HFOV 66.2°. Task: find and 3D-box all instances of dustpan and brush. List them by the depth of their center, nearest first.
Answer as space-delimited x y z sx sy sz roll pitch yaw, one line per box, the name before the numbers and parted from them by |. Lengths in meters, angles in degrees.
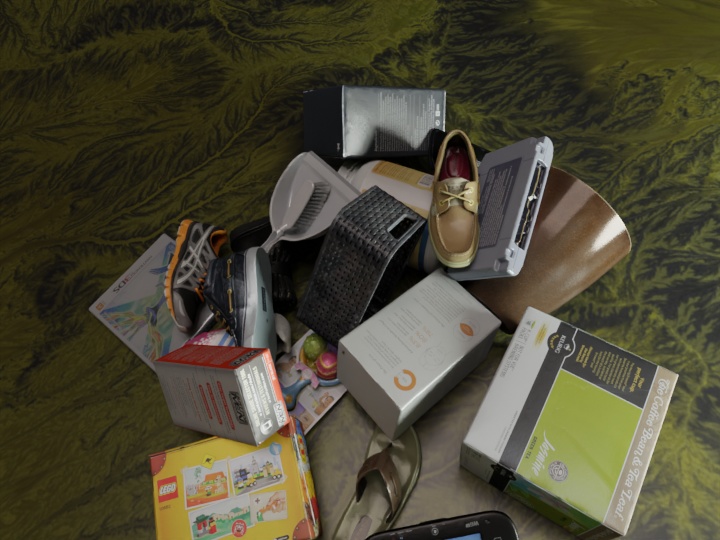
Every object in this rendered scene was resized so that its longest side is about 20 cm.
dustpan and brush | -0.106 -0.075 0.849 0.139 0.057 0.202 41 104 28

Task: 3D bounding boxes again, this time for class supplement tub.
supplement tub | 0.058 -0.092 0.882 0.196 0.146 0.147 21 65 19

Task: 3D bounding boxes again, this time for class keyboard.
keyboard | 0.192 -0.154 0.922 0.196 0.040 0.107 18 67 -19

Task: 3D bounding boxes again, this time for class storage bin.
storage bin | 0.000 0.000 0.784 0.093 0.202 0.135 33 38 11

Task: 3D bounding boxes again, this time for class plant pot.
plant pot | 0.249 -0.013 0.806 0.200 0.187 0.187 -46 63 -2

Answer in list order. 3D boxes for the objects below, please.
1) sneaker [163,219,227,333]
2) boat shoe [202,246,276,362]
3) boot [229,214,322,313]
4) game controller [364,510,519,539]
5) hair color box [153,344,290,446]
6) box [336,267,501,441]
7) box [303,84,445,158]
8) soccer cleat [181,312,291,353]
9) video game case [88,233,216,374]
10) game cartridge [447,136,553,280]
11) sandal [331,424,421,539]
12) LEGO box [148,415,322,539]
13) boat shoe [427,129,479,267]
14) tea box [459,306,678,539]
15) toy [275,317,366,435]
sneaker | -0.264 0.003 0.893 0.075 0.079 0.204 1 61 -1
boat shoe | -0.175 0.070 0.795 0.089 0.071 0.205 -12 66 16
boot | -0.117 -0.020 0.903 0.207 0.080 0.160 -23 52 7
game controller | 0.098 0.357 0.666 0.195 0.042 0.107 -12 90 1
hair color box | -0.188 0.158 0.729 0.197 0.104 0.061 -3 16 43
box | 0.079 0.111 0.766 0.198 0.099 0.124 -32 60 -27
box | 0.021 -0.245 0.922 0.196 0.110 0.147 -9 16 -30
soccer cleat | -0.195 0.126 0.829 0.196 0.071 0.087 -25 36 -8
video game case | -0.330 0.052 0.929 0.198 0.022 0.183 32 69 23
game cartridge | 0.189 -0.082 0.773 0.132 0.040 0.204 -4 61 57
sandal | 0.025 0.287 0.720 0.078 0.058 0.204 17 64 17
LEGO box | -0.163 0.294 0.722 0.195 0.077 0.152 -15 67 0
boat shoe | 0.127 -0.103 0.755 0.072 0.067 0.204 -3 60 7
tea box | 0.254 0.193 0.697 0.194 0.135 0.202 26 67 22
toy | -0.061 0.136 0.826 0.115 0.048 0.200 38 72 23
